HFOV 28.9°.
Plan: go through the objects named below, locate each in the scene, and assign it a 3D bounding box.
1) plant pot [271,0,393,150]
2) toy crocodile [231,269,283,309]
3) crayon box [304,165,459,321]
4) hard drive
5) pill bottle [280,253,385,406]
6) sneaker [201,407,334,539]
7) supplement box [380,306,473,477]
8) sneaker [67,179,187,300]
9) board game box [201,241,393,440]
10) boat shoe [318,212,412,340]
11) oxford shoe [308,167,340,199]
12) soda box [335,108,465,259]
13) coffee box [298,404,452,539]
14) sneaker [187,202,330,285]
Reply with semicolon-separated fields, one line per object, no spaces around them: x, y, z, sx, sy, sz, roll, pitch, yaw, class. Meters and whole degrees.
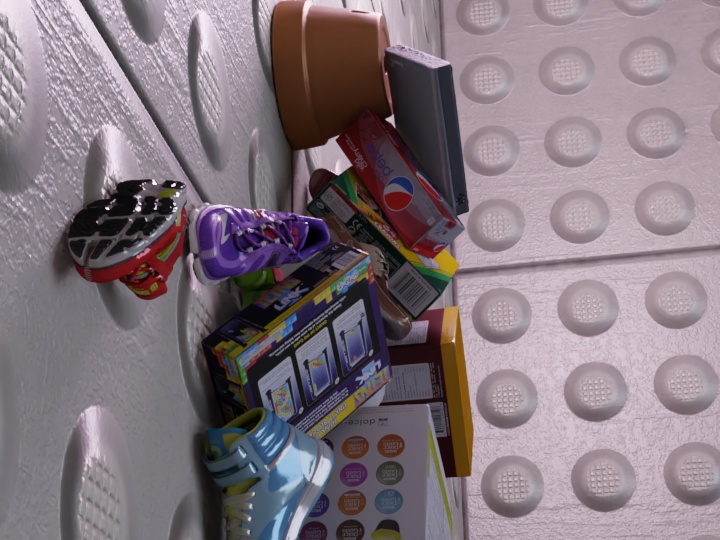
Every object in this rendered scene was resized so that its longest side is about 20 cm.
-0.031;-0.269;1.885;0.200;0.138;0.203;-5;90;-80;plant pot
-0.103;0.047;1.496;0.068;0.061;0.203;64;23;-65;toy crocodile
0.032;-0.043;1.823;0.200;0.058;0.173;46;18;-1;crayon box
0.087;-0.185;1.834;0.139;0.033;0.202;35;-41;57;hard drive
-0.041;0.083;1.622;0.112;0.110;0.201;-86;157;-45;pill bottle
-0.117;0.222;1.323;0.130;0.079;0.202;42;59;-30;sneaker
0.047;0.174;1.925;0.133;0.197;0.200;-72;156;-70;supplement box
-0.169;-0.016;1.091;0.200;0.076;0.086;-62;150;-73;sneaker
-0.060;0.093;1.436;0.199;0.056;0.167;-37;132;-34;board game box
0.000;0.000;1.667;0.200;0.072;0.076;47;-15;26;boat shoe
0.012;-0.074;1.964;0.071;0.200;0.075;-53;169;26;oxford shoe
0.050;-0.113;1.812;0.070;0.063;0.201;21;31;-56;soda box
-0.009;0.288;1.521;0.201;0.197;0.199;76;14;-47;coffee box
-0.100;-0.036;1.398;0.199;0.083;0.082;-15;96;-58;sneaker
